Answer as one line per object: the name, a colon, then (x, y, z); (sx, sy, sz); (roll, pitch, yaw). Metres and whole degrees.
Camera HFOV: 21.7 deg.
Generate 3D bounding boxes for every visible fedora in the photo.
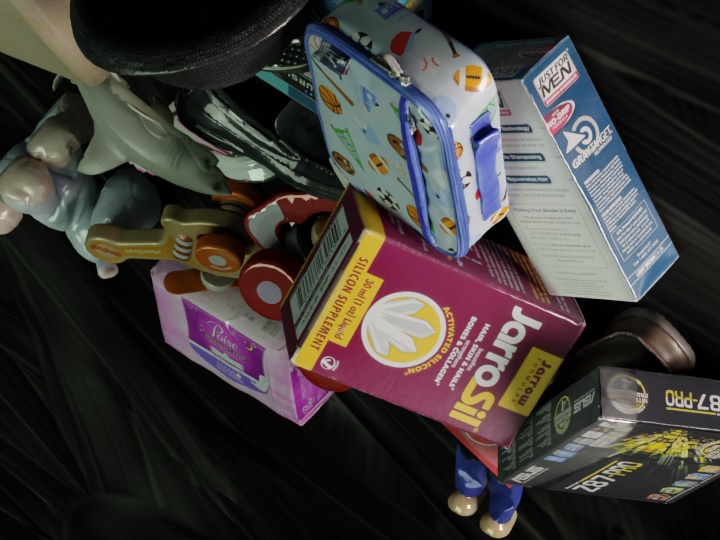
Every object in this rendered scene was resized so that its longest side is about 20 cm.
fedora: (-0.109, -0.196, 1.383); (0.201, 0.201, 0.092); (26, 160, 31)

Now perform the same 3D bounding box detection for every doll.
doll: (0.127, 0.163, 1.740); (0.136, 0.048, 0.200); (32, 142, 26)

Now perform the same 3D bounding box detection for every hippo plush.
hippo plush: (-0.295, -0.059, 1.896); (0.161, 0.159, 0.200); (41, 134, -15)

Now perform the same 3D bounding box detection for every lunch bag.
lunch bag: (0.038, -0.106, 1.364); (0.160, 0.076, 0.200); (40, 161, 30)

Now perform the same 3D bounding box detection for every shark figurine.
shark figurine: (-0.218, -0.127, 1.608); (0.214, 0.090, 0.128); (44, -171, 28)

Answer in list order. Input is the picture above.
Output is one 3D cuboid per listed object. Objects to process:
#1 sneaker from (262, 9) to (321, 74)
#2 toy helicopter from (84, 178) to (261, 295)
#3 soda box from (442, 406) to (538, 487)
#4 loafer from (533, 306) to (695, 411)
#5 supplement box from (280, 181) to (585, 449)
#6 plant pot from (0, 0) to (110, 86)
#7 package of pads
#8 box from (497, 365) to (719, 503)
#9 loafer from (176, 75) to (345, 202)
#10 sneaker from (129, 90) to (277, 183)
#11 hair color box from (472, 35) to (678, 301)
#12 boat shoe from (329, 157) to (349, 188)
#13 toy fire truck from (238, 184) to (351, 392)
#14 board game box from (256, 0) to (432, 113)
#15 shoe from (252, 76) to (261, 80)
sneaker: (-0.104, -0.198, 1.485); (0.200, 0.074, 0.080); (21, 175, 28)
toy helicopter: (-0.172, -0.021, 1.825); (0.200, 0.079, 0.132); (1, 149, 22)
soda box: (0.087, 0.092, 1.613); (0.200, 0.070, 0.063); (44, -162, -22)
loafer: (0.201, 0.092, 1.529); (0.073, 0.071, 0.200); (46, 151, 0)
supplement box: (0.054, 0.036, 1.487); (0.200, 0.131, 0.103); (22, -159, -17)
plant pot: (-0.259, -0.270, 1.561); (0.200, 0.200, 0.177); (23, 154, 36)
package of pads: (-0.119, 0.060, 1.902); (0.200, 0.076, 0.121); (30, 149, 27)
box: (0.219, 0.133, 1.493); (0.161, 0.049, 0.200); (10, 156, -17)
loafer: (-0.059, -0.118, 1.581); (0.200, 0.068, 0.070); (25, 135, 2)
sneaker: (-0.142, -0.139, 1.699); (0.200, 0.080, 0.086); (5, 124, 37)
hair color box: (0.147, -0.074, 1.397); (0.100, 0.061, 0.200); (4, 131, 52)
boat shoe: (0.056, -0.035, 1.548); (0.200, 0.062, 0.075); (47, -176, -14)
toy fire truck: (0.000, 0.000, 1.662); (0.168, 0.112, 0.200); (-29, 105, 36)
board game box: (-0.018, -0.200, 1.469); (0.151, 0.047, 0.200); (34, 149, 21)
shoe: (-0.159, -0.199, 1.648); (0.200, 0.053, 0.070); (25, 145, 33)
